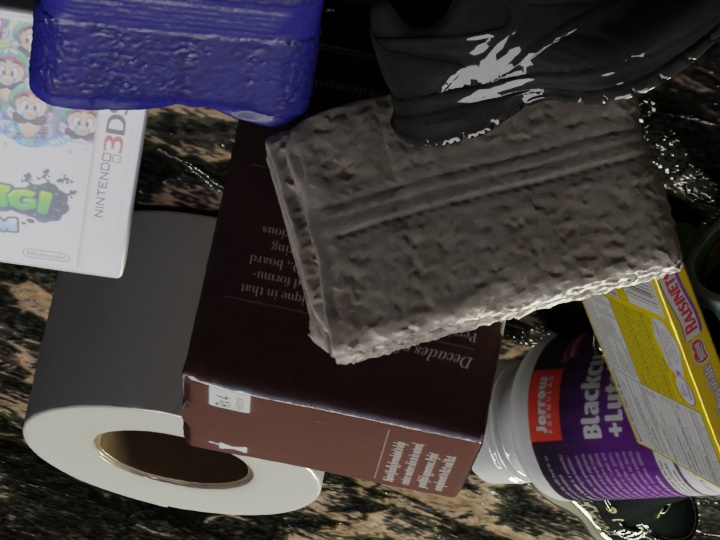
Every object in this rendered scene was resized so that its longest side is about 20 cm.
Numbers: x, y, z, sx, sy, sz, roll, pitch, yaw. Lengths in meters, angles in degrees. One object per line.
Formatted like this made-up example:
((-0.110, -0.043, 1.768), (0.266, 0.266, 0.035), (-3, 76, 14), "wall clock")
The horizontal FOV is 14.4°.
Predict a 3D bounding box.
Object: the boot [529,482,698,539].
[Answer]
((0.227, 0.149, 2.030), (0.153, 0.074, 0.203), (-10, 152, 36), "boot")

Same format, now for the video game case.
((-0.216, -0.080, 1.547), (0.199, 0.024, 0.183), (8, 133, -6), "video game case")

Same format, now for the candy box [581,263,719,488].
((0.162, 0.031, 1.610), (0.102, 0.026, 0.201), (33, 151, 57), "candy box")

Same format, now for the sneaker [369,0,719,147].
((0.093, -0.126, 1.407), (0.199, 0.076, 0.091), (-16, 111, 18), "sneaker")

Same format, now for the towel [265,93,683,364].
((0.058, -0.035, 1.483), (0.199, 0.133, 0.034), (-14, 167, -3), "towel")

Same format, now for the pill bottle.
((0.167, 0.094, 1.865), (0.199, 0.112, 0.111), (-7, 152, 36), "pill bottle")

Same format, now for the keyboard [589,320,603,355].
((0.162, 0.010, 1.677), (0.104, 0.040, 0.201), (30, 148, 53), "keyboard")

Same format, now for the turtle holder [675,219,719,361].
((0.247, 0.019, 1.645), (0.141, 0.186, 0.132), (-35, 124, 15), "turtle holder")

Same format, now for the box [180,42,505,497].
((0.000, 0.000, 1.576), (0.163, 0.201, 0.166), (11, 165, -1), "box")

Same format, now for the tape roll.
((-0.111, 0.063, 1.885), (0.202, 0.140, 0.203), (9, 159, 4), "tape roll")

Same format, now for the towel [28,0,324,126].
((-0.086, -0.153, 1.415), (0.147, 0.050, 0.200), (4, 144, -8), "towel")
